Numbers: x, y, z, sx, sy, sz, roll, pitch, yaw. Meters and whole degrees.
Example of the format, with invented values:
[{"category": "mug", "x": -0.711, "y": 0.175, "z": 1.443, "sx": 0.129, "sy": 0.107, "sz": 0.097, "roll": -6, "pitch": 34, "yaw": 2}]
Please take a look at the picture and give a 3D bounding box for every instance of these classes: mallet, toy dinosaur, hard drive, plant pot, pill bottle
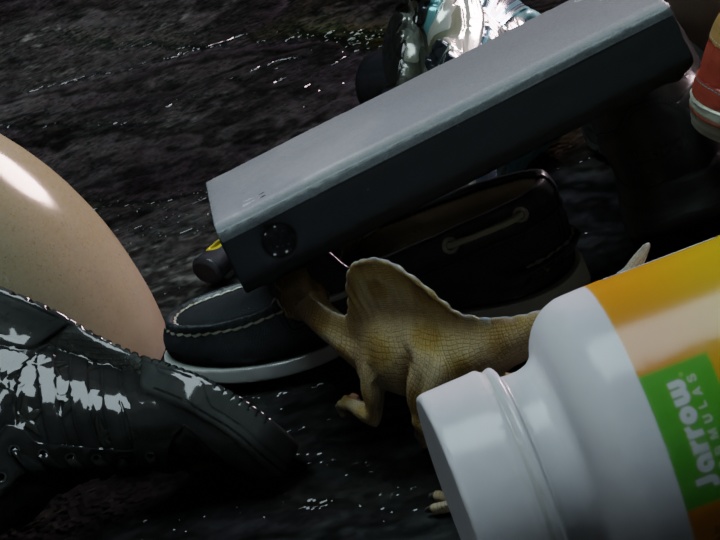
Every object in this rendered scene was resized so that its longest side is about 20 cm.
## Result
[{"category": "mallet", "x": -0.022, "y": -0.056, "z": 1.403, "sx": 0.200, "sy": 0.041, "sz": 0.066, "roll": -40, "pitch": 24, "yaw": -29}, {"category": "toy dinosaur", "x": 0.034, "y": 0.037, "z": 1.059, "sx": 0.200, "sy": 0.101, "sz": 0.058, "roll": 1, "pitch": 34, "yaw": 46}, {"category": "hard drive", "x": 0.033, "y": -0.059, "z": 1.144, "sx": 0.199, "sy": 0.033, "sz": 0.140, "roll": -26, "pitch": 10, "yaw": 0}, {"category": "plant pot", "x": -0.205, "y": 0.004, "z": 1.282, "sx": 0.199, "sy": 0.135, "sz": 0.200, "roll": -16, "pitch": 24, "yaw": 7}, {"category": "pill bottle", "x": 0.126, "y": 0.046, "z": 0.958, "sx": 0.199, "sy": 0.111, "sz": 0.111, "roll": -21, "pitch": 23, "yaw": -4}]

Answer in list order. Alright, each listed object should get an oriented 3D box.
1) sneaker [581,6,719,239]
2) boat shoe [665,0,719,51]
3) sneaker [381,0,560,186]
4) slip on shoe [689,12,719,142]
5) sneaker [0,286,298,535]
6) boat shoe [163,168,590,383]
[{"category": "sneaker", "x": 0.133, "y": -0.090, "z": 1.284, "sx": 0.076, "sy": 0.091, "sz": 0.200, "roll": -22, "pitch": 22, "yaw": 3}, {"category": "boat shoe", "x": 0.220, "y": -0.149, "z": 1.346, "sx": 0.199, "sy": 0.074, "sz": 0.061, "roll": -3, "pitch": 54, "yaw": 28}, {"category": "sneaker", "x": 0.065, "y": -0.079, "z": 1.330, "sx": 0.086, "sy": 0.078, "sz": 0.200, "roll": 16, "pitch": 39, "yaw": -14}, {"category": "slip on shoe", "x": 0.239, "y": -0.092, "z": 1.201, "sx": 0.199, "sy": 0.061, "sz": 0.074, "roll": -4, "pitch": 25, "yaw": -17}, {"category": "sneaker", "x": -0.131, "y": 0.074, "z": 1.158, "sx": 0.199, "sy": 0.060, "sz": 0.104, "roll": 24, "pitch": 79, "yaw": 21}, {"category": "boat shoe", "x": 0.000, "y": 0.000, "z": 1.223, "sx": 0.199, "sy": 0.061, "sz": 0.076, "roll": -14, "pitch": 24, "yaw": 12}]
